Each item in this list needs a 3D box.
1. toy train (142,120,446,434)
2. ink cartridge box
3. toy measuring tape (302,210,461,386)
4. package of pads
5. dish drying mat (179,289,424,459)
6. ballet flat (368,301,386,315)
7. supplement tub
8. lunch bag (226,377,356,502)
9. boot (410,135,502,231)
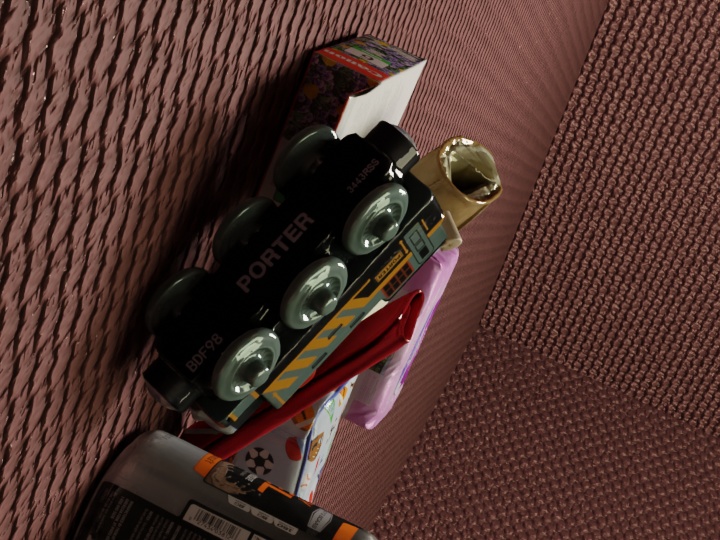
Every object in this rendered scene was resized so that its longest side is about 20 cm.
[{"bbox_3d":[-0.035,0.007,0.939,0.200,0.085,0.114,-48,152,-6],"label":"toy train"},{"bbox_3d":[-0.020,-0.084,1.059,0.109,0.050,0.200,-66,171,17],"label":"ink cartridge box"},{"bbox_3d":[-0.021,0.024,1.039,0.199,0.074,0.074,-27,180,13],"label":"toy measuring tape"},{"bbox_3d":[0.030,0.055,1.744,0.201,0.075,0.120,-67,171,14],"label":"package of pads"},{"bbox_3d":[-0.046,0.076,1.097,0.200,0.018,0.077,-34,-168,21],"label":"dish drying mat"},{"bbox_3d":[0.000,0.000,1.391,0.200,0.067,0.068,-57,170,-48],"label":"ballet flat"},{"bbox_3d":[-0.069,0.189,1.018,0.123,0.199,0.123,-63,173,-14],"label":"supplement tub"},{"bbox_3d":[-0.066,0.156,1.419,0.160,0.075,0.201,-53,165,-67],"label":"lunch bag"},{"bbox_3d":[0.016,-0.016,1.133,0.200,0.066,0.175,-39,-178,24],"label":"boot"}]
